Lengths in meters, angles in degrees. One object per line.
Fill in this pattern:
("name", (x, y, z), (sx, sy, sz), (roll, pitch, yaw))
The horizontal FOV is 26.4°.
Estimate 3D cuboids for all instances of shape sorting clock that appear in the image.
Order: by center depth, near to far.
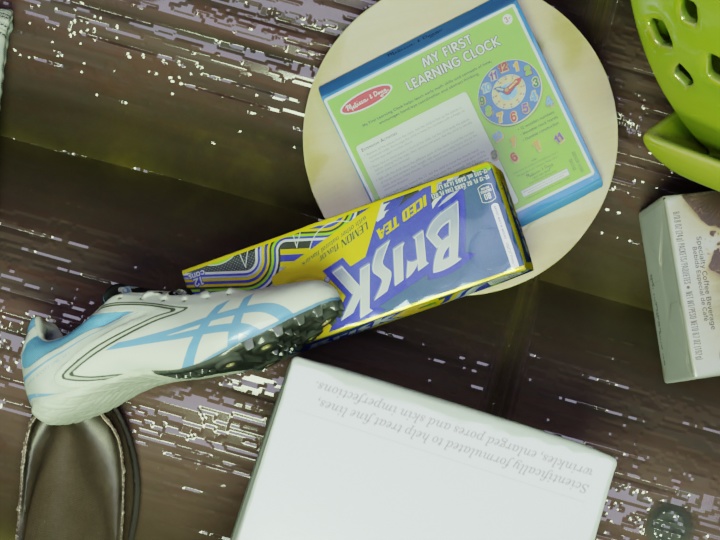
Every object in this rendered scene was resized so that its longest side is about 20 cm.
("shape sorting clock", (0.063, -0.085, 0.971), (0.199, 0.039, 0.201), (0, 94, 3))

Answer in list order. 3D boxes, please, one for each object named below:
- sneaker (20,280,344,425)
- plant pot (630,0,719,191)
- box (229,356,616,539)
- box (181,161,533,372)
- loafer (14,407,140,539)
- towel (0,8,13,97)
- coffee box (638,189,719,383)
("sneaker", (-0.107, 0.033, 0.883), (0.199, 0.072, 0.073), (-16, 78, 14))
("plant pot", (0.280, -0.135, 0.874), (0.198, 0.182, 0.200), (27, 46, 38))
("box", (0.022, 0.174, 0.901), (0.198, 0.131, 0.201), (18, 84, -1))
("box", (0.000, 0.000, 0.927), (0.199, 0.064, 0.070), (-19, 86, 10))
("loafer", (-0.171, 0.168, 0.922), (0.072, 0.071, 0.201), (-2, 85, -3))
("towel", (-0.321, -0.076, 0.957), (0.191, 0.035, 0.201), (6, 85, -2))
("coffee box", (0.285, 0.000, 0.953), (0.199, 0.080, 0.114), (-8, 84, -3))
